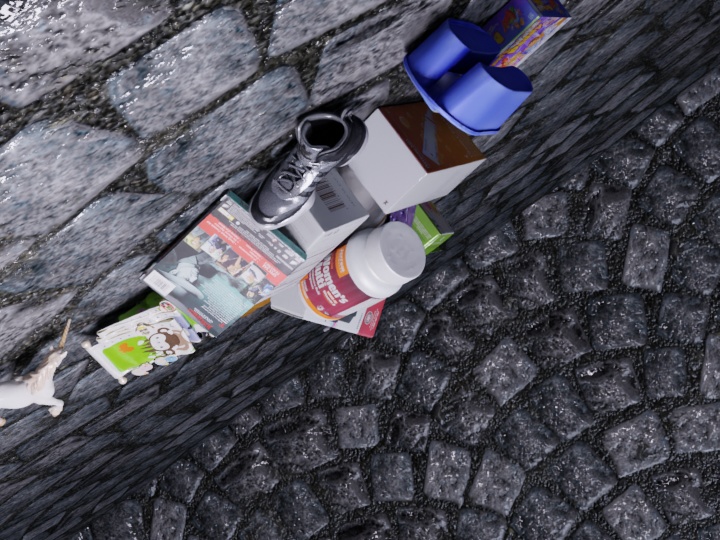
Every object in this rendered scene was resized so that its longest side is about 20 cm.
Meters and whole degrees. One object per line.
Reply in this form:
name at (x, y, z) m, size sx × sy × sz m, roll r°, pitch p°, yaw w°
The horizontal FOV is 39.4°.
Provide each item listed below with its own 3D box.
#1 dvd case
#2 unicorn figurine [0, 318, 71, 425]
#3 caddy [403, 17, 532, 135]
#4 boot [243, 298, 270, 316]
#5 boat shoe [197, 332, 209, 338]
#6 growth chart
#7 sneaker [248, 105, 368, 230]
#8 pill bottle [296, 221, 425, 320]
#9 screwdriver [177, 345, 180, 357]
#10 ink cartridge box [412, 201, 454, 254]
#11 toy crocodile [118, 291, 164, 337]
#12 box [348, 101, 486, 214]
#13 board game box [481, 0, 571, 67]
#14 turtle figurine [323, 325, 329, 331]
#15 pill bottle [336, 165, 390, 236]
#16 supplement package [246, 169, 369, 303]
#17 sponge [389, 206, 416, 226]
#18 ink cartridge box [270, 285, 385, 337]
dvd case at (-0.193, -0.005, 1.410) m, size 0.200 × 0.146 × 0.022 m, roll -40°, pitch -158°, yaw 26°
unicorn figurine at (-0.480, 0.169, 1.439) m, size 0.200 × 0.074 × 0.137 m, roll -26°, pitch 158°, yaw -15°
caddy at (0.135, -0.245, 1.314) m, size 0.105 × 0.141 × 0.200 m, roll -45°, pitch 167°, yaw 25°
boot at (-0.230, 0.062, 1.814) m, size 0.144 × 0.071 × 0.201 m, roll -33°, pitch 175°, yaw -12°
boat shoe at (-0.270, 0.084, 1.639) m, size 0.200 × 0.066 × 0.070 m, roll -15°, pitch 141°, yaw -13°
growth chart at (-0.320, 0.106, 1.536) m, size 0.200 × 0.018 × 0.145 m, roll -26°, pitch 139°, yaw 14°
sneaker at (-0.076, -0.139, 1.305) m, size 0.200 × 0.075 × 0.114 m, roll -44°, pitch 169°, yaw -1°
pill bottle at (0.000, 0.000, 1.539) m, size 0.110 × 0.110 × 0.200 m, roll -26°, pitch 179°, yaw -44°
screwdriver at (-0.284, 0.062, 1.532) m, size 0.028 × 0.029 × 0.200 m, roll -24°, pitch 145°, yaw -28°
ink cartridge box at (0.109, -0.108, 1.909) m, size 0.076 × 0.148 × 0.200 m, roll -39°, pitch 171°, yaw 20°
toy crocodile at (-0.287, 0.045, 1.573) m, size 0.200 × 0.062 × 0.068 m, roll -28°, pitch 138°, yaw -24°
box at (0.081, -0.176, 1.521) m, size 0.097 × 0.124 × 0.200 m, roll -43°, pitch 169°, yaw 33°
board game box at (0.197, -0.317, 1.459) m, size 0.200 × 0.045 × 0.134 m, roll -40°, pitch 169°, yaw 32°
turtle figurine at (-0.051, -0.006, 1.840) m, size 0.194 × 0.144 × 0.200 m, roll -44°, pitch -173°, yaw 2°
pill bottle at (-0.003, -0.102, 1.632) m, size 0.116 × 0.116 × 0.200 m, roll -35°, pitch 170°, yaw 0°
supplement package at (-0.107, -0.059, 1.478) m, size 0.200 × 0.117 × 0.117 m, roll -41°, pitch 171°, yaw 37°
sponge at (0.074, -0.119, 1.643) m, size 0.200 × 0.030 × 0.112 m, roll -74°, pitch 167°, yaw -55°
ink cartridge box at (-0.043, 0.024, 1.728) m, size 0.200 × 0.083 × 0.146 m, roll 19°, pitch 90°, yaw -52°
